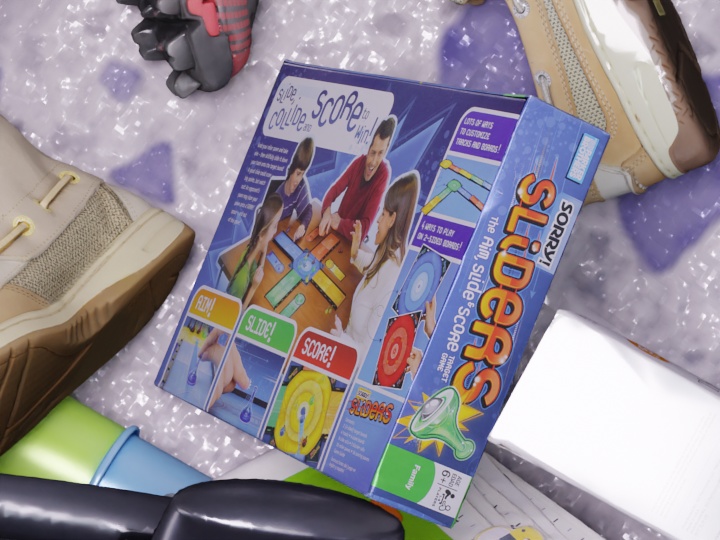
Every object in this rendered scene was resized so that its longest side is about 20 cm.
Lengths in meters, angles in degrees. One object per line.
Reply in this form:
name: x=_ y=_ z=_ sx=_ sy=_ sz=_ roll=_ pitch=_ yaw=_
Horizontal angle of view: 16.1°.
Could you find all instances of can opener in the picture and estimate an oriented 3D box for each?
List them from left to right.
can opener: x=-0.086 y=0.087 z=0.801 sx=0.199 sy=0.063 sz=0.079 roll=7 pitch=116 yaw=-2

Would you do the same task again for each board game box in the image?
board game box: x=0.000 y=0.000 z=0.874 sx=0.034 sy=0.200 sz=0.136 roll=23 pitch=89 yaw=-25

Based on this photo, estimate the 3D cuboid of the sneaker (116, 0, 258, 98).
sneaker: x=-0.050 y=-0.167 z=0.945 sx=0.098 sy=0.071 sz=0.201 roll=-11 pitch=103 yaw=-25

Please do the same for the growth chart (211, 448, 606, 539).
growth chart: x=0.027 y=0.110 z=0.877 sx=0.145 sy=0.018 sz=0.200 roll=-33 pitch=48 yaw=-32

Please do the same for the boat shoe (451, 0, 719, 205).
boat shoe: x=0.062 y=-0.120 z=0.939 sx=0.076 sy=0.072 sz=0.201 roll=-23 pitch=82 yaw=20

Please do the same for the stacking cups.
stacking cups: x=-0.082 y=0.094 z=0.941 sx=0.200 sy=0.061 sz=0.061 roll=31 pitch=90 yaw=6

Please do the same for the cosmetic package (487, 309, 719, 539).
cosmetic package: x=0.094 y=0.055 z=0.853 sx=0.082 sy=0.200 sz=0.051 roll=27 pitch=90 yaw=7

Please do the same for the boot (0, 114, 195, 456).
boot: x=-0.167 y=-0.009 z=0.899 sx=0.155 sy=0.200 sz=0.073 roll=37 pitch=126 yaw=9
